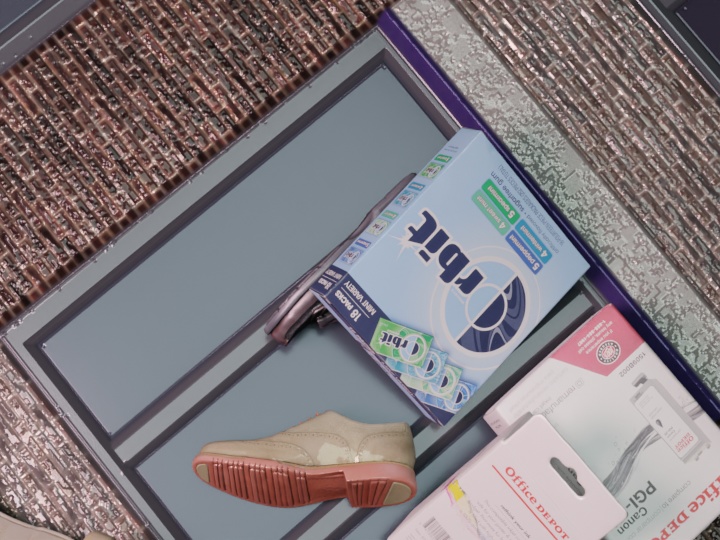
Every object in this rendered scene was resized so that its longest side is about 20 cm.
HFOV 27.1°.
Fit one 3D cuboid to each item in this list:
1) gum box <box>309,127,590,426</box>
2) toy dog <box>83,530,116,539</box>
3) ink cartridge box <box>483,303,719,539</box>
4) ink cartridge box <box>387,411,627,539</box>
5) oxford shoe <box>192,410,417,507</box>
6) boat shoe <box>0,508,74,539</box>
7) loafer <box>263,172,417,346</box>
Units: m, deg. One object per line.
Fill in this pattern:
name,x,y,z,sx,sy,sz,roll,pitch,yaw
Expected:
gum box,0.081,0.006,1.321,0.200,0.044,0.170,-47,112,-9
toy dog,-0.215,0.321,1.228,0.130,0.096,0.203,1,98,22
ink cartridge box,0.229,0.154,1.317,0.146,0.083,0.200,-40,85,-8
ink cartridge box,0.131,0.205,1.258,0.117,0.067,0.200,48,122,5
oxford shoe,-0.048,0.164,1.322,0.197,0.071,0.075,4,55,-1
boat shoe,-0.327,0.231,1.291,0.198,0.057,0.067,28,40,6
loafer,0.000,0.000,1.341,0.063,0.072,0.200,44,78,0
